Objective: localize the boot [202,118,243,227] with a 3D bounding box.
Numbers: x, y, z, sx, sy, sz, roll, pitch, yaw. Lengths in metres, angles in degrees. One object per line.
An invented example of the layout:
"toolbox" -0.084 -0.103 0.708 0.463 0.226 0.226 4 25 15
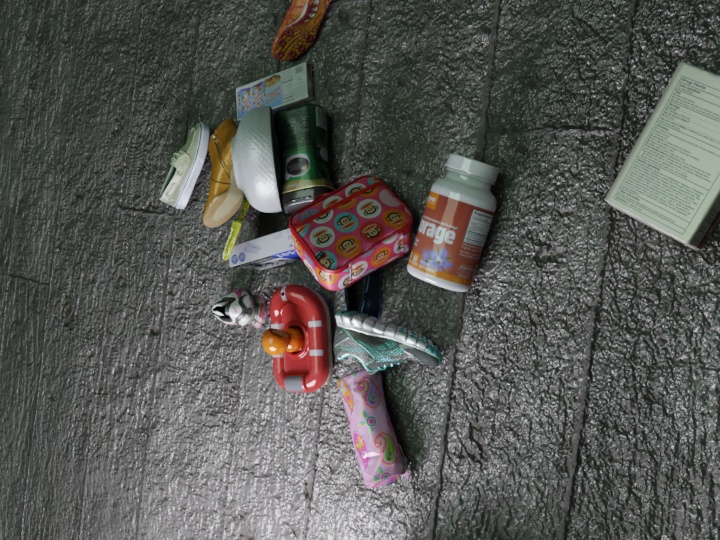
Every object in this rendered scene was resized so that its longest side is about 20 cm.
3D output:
"boot" -0.298 -0.210 1.488 0.202 0.070 0.145 -54 51 23

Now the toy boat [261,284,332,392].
"toy boat" -0.133 0.128 1.299 0.128 0.130 0.205 -8 82 34

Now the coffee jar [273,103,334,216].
"coffee jar" -0.106 -0.207 1.326 0.102 0.085 0.205 -8 81 19

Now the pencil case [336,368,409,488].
"pencil case" 0.021 0.274 1.212 0.086 0.087 0.204 -27 73 31

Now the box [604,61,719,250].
"box" 0.439 -0.147 0.920 0.127 0.108 0.203 36 107 32

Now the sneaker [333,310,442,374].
"sneaker" 0.042 0.137 1.185 0.196 0.077 0.093 18 97 13

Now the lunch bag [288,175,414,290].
"lunch bag" -0.021 -0.076 1.206 0.198 0.083 0.177 -30 58 -18

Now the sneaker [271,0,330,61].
"sneaker" -0.112 -0.508 1.377 0.201 0.072 0.077 -53 39 16

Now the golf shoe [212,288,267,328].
"golf shoe" -0.255 0.071 1.385 0.199 0.090 0.074 -4 77 63

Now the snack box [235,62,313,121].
"snack box" -0.180 -0.364 1.430 0.197 0.024 0.074 -8 83 35

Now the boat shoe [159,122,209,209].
"boat shoe" -0.390 -0.234 1.538 0.072 0.061 0.203 41 113 56

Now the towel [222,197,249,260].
"towel" -0.239 -0.101 1.370 0.018 0.201 0.087 21 116 -10

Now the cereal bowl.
"cereal bowl" -0.198 -0.208 1.324 0.081 0.200 0.205 -7 81 -2

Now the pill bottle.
"pill bottle" 0.153 -0.078 1.119 0.111 0.111 0.204 22 99 34

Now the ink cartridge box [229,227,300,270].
"ink cartridge box" -0.155 -0.043 1.349 0.197 0.093 0.045 -14 79 34

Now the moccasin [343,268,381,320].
"moccasin" 0.000 0.000 1.250 0.079 0.068 0.205 -16 78 33
